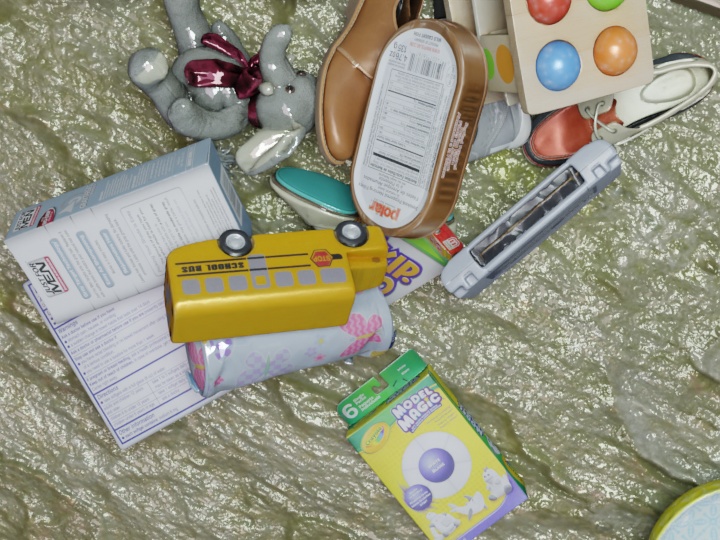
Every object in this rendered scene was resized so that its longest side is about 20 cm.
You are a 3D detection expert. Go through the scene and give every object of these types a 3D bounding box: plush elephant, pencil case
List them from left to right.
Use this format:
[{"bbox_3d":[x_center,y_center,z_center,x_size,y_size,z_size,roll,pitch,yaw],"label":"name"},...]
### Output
[{"bbox_3d":[-0.106,-0.176,0.967,0.154,0.165,0.201,-6,128,17],"label":"plush elephant"},{"bbox_3d":[-0.069,0.060,0.953,0.199,0.083,0.091,-11,144,-22],"label":"pencil case"}]

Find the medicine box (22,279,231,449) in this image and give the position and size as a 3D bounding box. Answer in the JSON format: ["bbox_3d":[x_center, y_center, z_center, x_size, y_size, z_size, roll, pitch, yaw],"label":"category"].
[{"bbox_3d":[-0.208,0.047,1.035,0.181,0.103,0.201,-28,96,7],"label":"medicine box"}]

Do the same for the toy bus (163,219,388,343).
[{"bbox_3d":[-0.072,0.010,0.890,0.199,0.065,0.079,-5,55,-17],"label":"toy bus"}]

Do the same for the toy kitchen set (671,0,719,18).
[{"bbox_3d":[0.306,-0.343,0.890,0.179,0.200,0.164,19,97,0],"label":"toy kitchen set"}]

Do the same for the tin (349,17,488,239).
[{"bbox_3d":[0.048,-0.127,0.907,0.112,0.042,0.201,28,110,44],"label":"tin"}]

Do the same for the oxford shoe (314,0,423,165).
[{"bbox_3d":[0.010,-0.195,0.960,0.071,0.071,0.201,10,77,34],"label":"oxford shoe"}]

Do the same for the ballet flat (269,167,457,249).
[{"bbox_3d":[-0.001,-0.050,1.031,0.199,0.069,0.070,15,100,0],"label":"ballet flat"}]

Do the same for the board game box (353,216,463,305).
[{"bbox_3d":[0.000,0.000,1.015,0.199,0.030,0.096,-33,119,20],"label":"board game box"}]

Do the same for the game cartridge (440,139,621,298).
[{"bbox_3d":[0.168,-0.047,0.981,0.200,0.133,0.042,-41,84,10],"label":"game cartridge"}]

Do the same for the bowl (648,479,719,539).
[{"bbox_3d":[0.384,0.298,1.041,0.199,0.108,0.202,1,99,4],"label":"bowl"}]

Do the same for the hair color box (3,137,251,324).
[{"bbox_3d":[-0.210,-0.035,0.923,0.199,0.061,0.099,-20,121,6],"label":"hair color box"}]

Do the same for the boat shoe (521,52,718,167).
[{"bbox_3d":[0.255,-0.159,0.995,0.199,0.063,0.072,-23,100,8],"label":"boat shoe"}]

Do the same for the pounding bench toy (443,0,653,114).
[{"bbox_3d":[0.199,-0.225,0.891,0.199,0.156,0.125,-17,106,-15],"label":"pounding bench toy"}]

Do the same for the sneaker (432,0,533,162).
[{"bbox_3d":[0.086,-0.197,0.974,0.115,0.075,0.201,-26,98,-17],"label":"sneaker"}]

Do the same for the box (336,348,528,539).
[{"bbox_3d":[0.074,0.193,1.073,0.117,0.048,0.200,-39,94,8],"label":"box"}]
